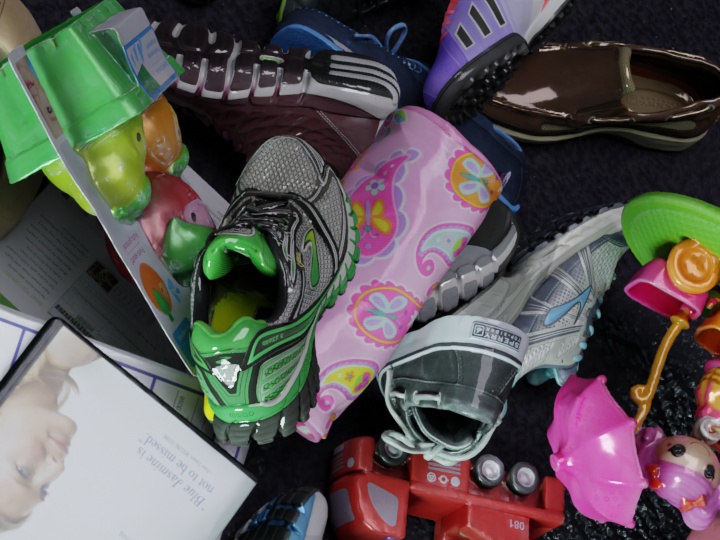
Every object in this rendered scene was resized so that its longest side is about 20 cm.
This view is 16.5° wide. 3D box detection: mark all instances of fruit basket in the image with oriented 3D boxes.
[{"bbox_3d":[-0.121,-0.054,1.399,0.200,0.094,0.185,54,15,-7],"label":"fruit basket"}]

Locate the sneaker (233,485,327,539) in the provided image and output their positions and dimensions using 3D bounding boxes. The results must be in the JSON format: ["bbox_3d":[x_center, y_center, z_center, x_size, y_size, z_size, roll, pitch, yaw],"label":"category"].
[{"bbox_3d":[-0.048,0.223,1.428,0.087,0.075,0.200,29,65,-22],"label":"sneaker"}]

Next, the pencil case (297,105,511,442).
[{"bbox_3d":[0.000,0.000,1.436,0.087,0.087,0.200,36,78,-8],"label":"pencil case"}]

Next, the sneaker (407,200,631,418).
[{"bbox_3d":[0.117,0.027,1.598,0.200,0.078,0.086,-36,100,-27],"label":"sneaker"}]

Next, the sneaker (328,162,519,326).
[{"bbox_3d":[0.012,-0.025,1.519,0.200,0.075,0.116,-34,117,-32],"label":"sneaker"}]

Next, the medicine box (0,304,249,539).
[{"bbox_3d":[-0.181,0.127,1.349,0.200,0.103,0.183,21,77,-17],"label":"medicine box"}]

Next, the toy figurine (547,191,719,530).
[{"bbox_3d":[0.201,0.084,1.523,0.200,0.150,0.184,36,72,-3],"label":"toy figurine"}]

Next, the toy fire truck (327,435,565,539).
[{"bbox_3d":[0.072,0.185,1.509,0.199,0.049,0.141,14,64,-21],"label":"toy fire truck"}]

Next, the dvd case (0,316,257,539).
[{"bbox_3d":[-0.164,0.144,1.289,0.143,0.018,0.200,40,72,-13],"label":"dvd case"}]

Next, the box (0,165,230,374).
[{"bbox_3d":[-0.152,0.015,1.479,0.144,0.036,0.200,44,55,-4],"label":"box"}]

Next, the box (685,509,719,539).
[{"bbox_3d":[0.242,0.237,1.509,0.200,0.109,0.128,-53,138,-34],"label":"box"}]

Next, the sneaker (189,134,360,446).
[{"bbox_3d":[-0.047,-0.005,1.341,0.078,0.085,0.200,-5,44,11],"label":"sneaker"}]

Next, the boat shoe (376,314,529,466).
[{"bbox_3d":[0.049,0.078,1.446,0.073,0.199,0.068,18,76,-13],"label":"boat shoe"}]

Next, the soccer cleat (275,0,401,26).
[{"bbox_3d":[0.022,-0.207,1.636,0.081,0.068,0.200,30,52,22],"label":"soccer cleat"}]

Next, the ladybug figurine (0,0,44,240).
[{"bbox_3d":[-0.249,-0.085,1.450,0.135,0.072,0.200,24,60,-18],"label":"ladybug figurine"}]

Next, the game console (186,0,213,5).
[{"bbox_3d":[-0.089,-0.304,1.599,0.172,0.119,0.200,43,57,-4],"label":"game console"}]

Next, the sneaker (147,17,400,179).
[{"bbox_3d":[-0.081,-0.083,1.533,0.199,0.116,0.076,11,27,3],"label":"sneaker"}]

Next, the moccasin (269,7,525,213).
[{"bbox_3d":[0.024,-0.104,1.605,0.200,0.080,0.068,41,50,-23],"label":"moccasin"}]

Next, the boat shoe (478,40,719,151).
[{"bbox_3d":[0.158,-0.129,1.674,0.202,0.075,0.075,1,68,-26],"label":"boat shoe"}]

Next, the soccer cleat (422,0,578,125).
[{"bbox_3d":[0.079,-0.159,1.595,0.073,0.068,0.200,39,42,4],"label":"soccer cleat"}]
